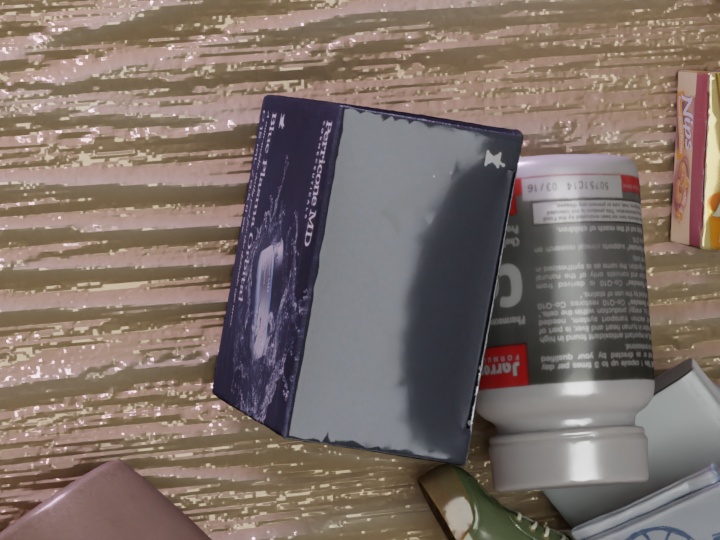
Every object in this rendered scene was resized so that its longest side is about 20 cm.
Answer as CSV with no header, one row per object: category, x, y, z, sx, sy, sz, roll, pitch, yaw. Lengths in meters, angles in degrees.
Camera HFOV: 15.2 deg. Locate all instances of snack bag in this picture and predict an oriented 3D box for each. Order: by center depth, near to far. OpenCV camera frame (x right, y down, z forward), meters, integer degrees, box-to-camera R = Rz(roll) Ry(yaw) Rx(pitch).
snack bag,0.261,0.186,1.707,0.200,0.021,0.189,-26,125,16

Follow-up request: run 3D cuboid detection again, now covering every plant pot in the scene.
plant pot,-0.145,0.216,1.621,0.200,0.200,0.175,-35,86,-10

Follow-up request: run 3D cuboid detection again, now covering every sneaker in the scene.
sneaker,0.119,0.189,1.740,0.090,0.067,0.200,-33,110,-4

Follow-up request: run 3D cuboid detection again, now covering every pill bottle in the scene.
pill bottle,0.123,0.034,1.677,0.114,0.114,0.200,-2,84,-16

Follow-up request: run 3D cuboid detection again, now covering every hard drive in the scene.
hard drive,0.221,0.168,1.762,0.132,0.026,0.200,-34,106,20

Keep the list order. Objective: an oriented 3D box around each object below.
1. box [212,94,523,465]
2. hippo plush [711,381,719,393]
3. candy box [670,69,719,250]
box,0.000,0.000,1.620,0.117,0.200,0.197,9,92,-16
hippo plush,0.349,0.091,1.774,0.161,0.200,0.159,-49,131,-32
candy box,0.307,-0.072,1.775,0.200,0.055,0.116,1,95,-15
